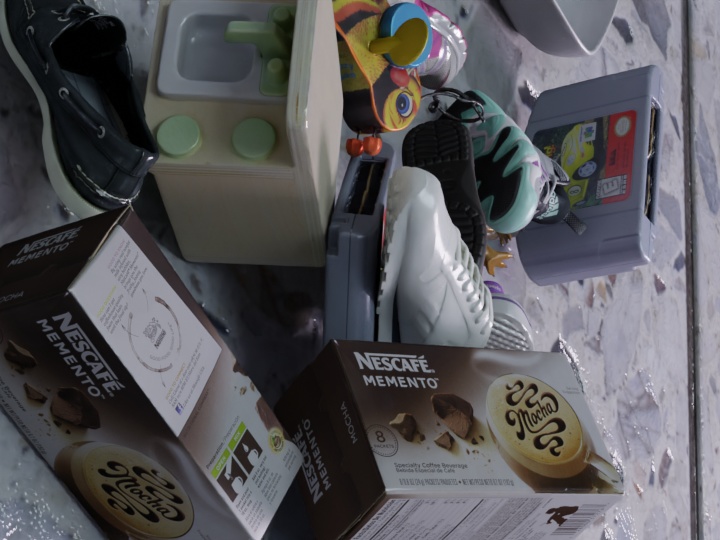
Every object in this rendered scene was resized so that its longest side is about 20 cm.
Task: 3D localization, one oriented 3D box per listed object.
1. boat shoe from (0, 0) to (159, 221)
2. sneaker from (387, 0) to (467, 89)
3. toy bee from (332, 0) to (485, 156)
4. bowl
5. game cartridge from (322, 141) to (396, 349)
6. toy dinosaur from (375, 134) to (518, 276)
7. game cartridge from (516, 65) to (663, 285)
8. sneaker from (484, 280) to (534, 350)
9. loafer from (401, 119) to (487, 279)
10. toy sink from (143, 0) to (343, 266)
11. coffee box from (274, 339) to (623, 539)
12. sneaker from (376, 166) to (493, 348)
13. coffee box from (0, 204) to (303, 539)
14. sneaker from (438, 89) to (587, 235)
[{"bbox_3d":[-0.167,-0.125,0.996,0.074,0.066,0.201,18,43,-41],"label":"boat shoe"},{"bbox_3d":[0.017,-0.188,1.322,0.089,0.081,0.200,-56,149,-2],"label":"sneaker"},{"bbox_3d":[0.013,-0.143,1.188,0.199,0.131,0.109,36,61,-15],"label":"toy bee"},{"bbox_3d":[0.173,-0.316,1.580,0.200,0.074,0.200,54,41,-28],"label":"bowl"},{"bbox_3d":[0.000,0.000,1.172,0.200,0.040,0.134,-76,173,-67],"label":"game cartridge"},{"bbox_3d":[0.069,-0.039,1.370,0.200,0.060,0.107,26,28,-51],"label":"toy dinosaur"},{"bbox_3d":[0.203,-0.086,1.478,0.041,0.132,0.201,38,50,-42],"label":"game cartridge"},{"bbox_3d":[0.096,0.045,1.306,0.201,0.072,0.115,92,0,-61],"label":"sneaker"},{"bbox_3d":[0.066,-0.025,1.250,0.071,0.072,0.201,74,18,-47],"label":"loafer"},{"bbox_3d":[-0.076,-0.103,1.058,0.200,0.111,0.131,83,10,-66],"label":"toy sink"},{"bbox_3d":[0.058,0.116,1.067,0.199,0.080,0.114,6,50,-35],"label":"coffee box"},{"bbox_3d":[0.051,0.010,1.108,0.201,0.080,0.077,88,9,-47],"label":"sneaker"},{"bbox_3d":[-0.138,0.072,0.976,0.201,0.112,0.080,58,39,-25],"label":"coffee box"},{"bbox_3d":[0.143,-0.065,1.374,0.140,0.078,0.201,38,20,-26],"label":"sneaker"}]
